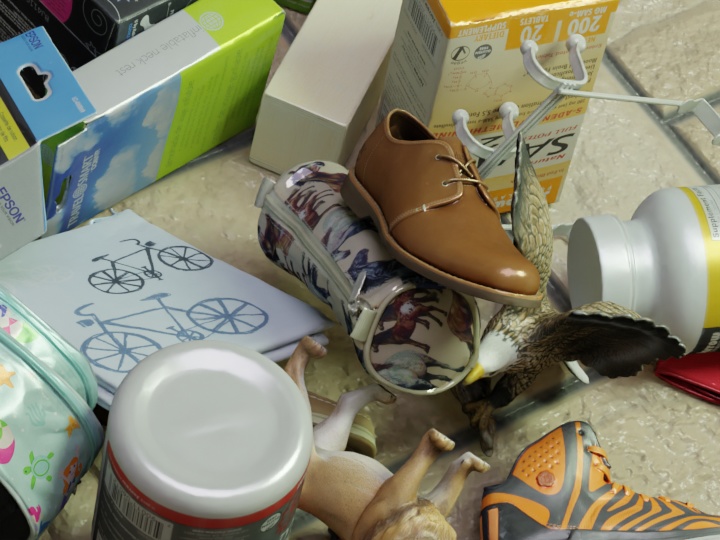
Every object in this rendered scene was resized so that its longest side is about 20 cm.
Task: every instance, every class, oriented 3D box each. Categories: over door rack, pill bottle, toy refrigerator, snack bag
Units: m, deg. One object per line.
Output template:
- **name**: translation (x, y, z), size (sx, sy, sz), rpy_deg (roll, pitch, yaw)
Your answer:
- **over door rack**: translation (0.127, -0.080, 1.678), size (0.200, 0.148, 0.067), rpy_deg (12, 42, -45)
- **pill bottle**: translation (-0.097, 0.140, 1.471), size (0.116, 0.200, 0.116), rpy_deg (6, 53, -7)
- **toy refrigerator**: translation (-0.011, -0.158, 1.797), size (0.070, 0.076, 0.200), rpy_deg (23, 52, 4)
- **pill bottle**: translation (0.245, -0.002, 1.694), size (0.200, 0.112, 0.112), rpy_deg (-4, 54, -12)
- **snack bag**: translation (-0.149, 0.023, 1.597), size (0.200, 0.021, 0.188), rpy_deg (27, 31, 34)

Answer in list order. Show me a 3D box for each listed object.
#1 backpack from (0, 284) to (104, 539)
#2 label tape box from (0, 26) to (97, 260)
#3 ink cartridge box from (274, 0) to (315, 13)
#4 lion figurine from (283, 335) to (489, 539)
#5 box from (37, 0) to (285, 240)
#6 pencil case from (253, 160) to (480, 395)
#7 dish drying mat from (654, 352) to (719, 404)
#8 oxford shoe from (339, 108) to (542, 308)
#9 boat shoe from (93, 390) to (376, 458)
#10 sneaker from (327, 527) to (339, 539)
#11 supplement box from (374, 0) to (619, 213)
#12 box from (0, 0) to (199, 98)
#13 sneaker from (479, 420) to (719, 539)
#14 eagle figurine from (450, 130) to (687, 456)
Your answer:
- **backpack**: translation (-0.241, 0.087, 1.457), size (0.178, 0.200, 0.151), rpy_deg (42, 62, -9)
- **label tape box**: translation (-0.258, -0.058, 1.595), size (0.200, 0.066, 0.143), rpy_deg (-30, 36, -5)
- **ink cartridge box**: translation (-0.077, -0.299, 1.808), size (0.148, 0.200, 0.076), rpy_deg (20, 52, 3)
- **lion figurine**: translation (-0.006, 0.131, 1.508), size (0.200, 0.072, 0.123), rpy_deg (36, 91, 42)
- **box**: translation (-0.145, -0.105, 1.696), size (0.200, 0.122, 0.048), rpy_deg (-33, 68, -32)
- **pencil case**: translation (0.000, 0.000, 1.588), size (0.089, 0.078, 0.200), rpy_deg (31, 9, -34)
- **dish drying mat**: translation (0.268, 0.013, 1.769), size (0.077, 0.018, 0.200), rpy_deg (22, 53, 7)
- **oxford shoe**: translation (0.051, -0.039, 1.519), size (0.071, 0.071, 0.200), rpy_deg (9, 23, -35)
- **boat shoe**: translation (-0.083, 0.074, 1.605), size (0.200, 0.074, 0.066), rpy_deg (15, 57, -2)
- **sneaker**: translation (0.046, 0.214, 1.527), size (0.082, 0.075, 0.200), rpy_deg (-9, 55, -17)
- **supplement box**: translation (0.087, -0.126, 1.715), size (0.126, 0.200, 0.074), rpy_deg (-12, 52, -19)
- **box**: translation (-0.199, -0.209, 1.757), size (0.115, 0.132, 0.200), rpy_deg (-31, 65, -34)
- **sneaker**: translation (0.172, 0.148, 1.606), size (0.200, 0.078, 0.112), rpy_deg (0, 55, -13)
- **eagle figurine**: translation (0.112, 0.027, 1.597), size (0.152, 0.200, 0.151), rpy_deg (24, 42, -17)
